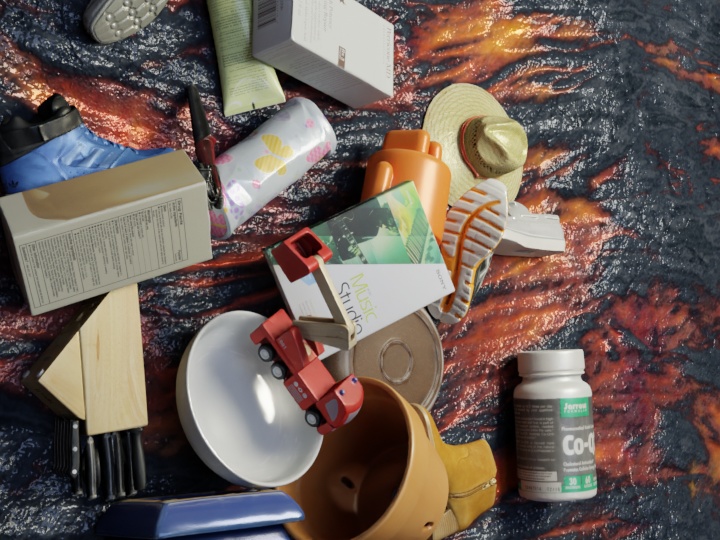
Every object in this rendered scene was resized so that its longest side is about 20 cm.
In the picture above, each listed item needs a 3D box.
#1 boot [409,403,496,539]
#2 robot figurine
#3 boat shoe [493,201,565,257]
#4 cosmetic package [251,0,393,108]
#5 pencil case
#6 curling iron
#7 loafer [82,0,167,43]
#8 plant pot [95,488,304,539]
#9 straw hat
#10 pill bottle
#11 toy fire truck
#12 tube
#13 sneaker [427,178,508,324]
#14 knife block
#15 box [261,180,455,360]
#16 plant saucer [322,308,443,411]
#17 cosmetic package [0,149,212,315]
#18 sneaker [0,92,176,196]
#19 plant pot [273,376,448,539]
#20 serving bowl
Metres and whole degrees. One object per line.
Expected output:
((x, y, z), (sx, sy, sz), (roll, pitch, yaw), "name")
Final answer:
((0.118, 0.247, 1.311), (0.143, 0.070, 0.206), (-23, 111, -42), "boot")
((0.055, -0.075, 1.268), (0.114, 0.144, 0.204), (12, 77, -6), "robot figurine")
((0.222, -0.063, 1.419), (0.197, 0.072, 0.070), (4, 76, -35), "boat shoe")
((-0.042, -0.282, 1.211), (0.198, 0.073, 0.104), (15, 71, -49), "cosmetic package")
((-0.118, -0.121, 1.162), (0.200, 0.090, 0.084), (-43, 100, -31), "pencil case")
((-0.172, -0.142, 1.095), (0.025, 0.050, 0.202), (-7, 46, -9), "curling iron")
((-0.242, -0.337, 1.112), (0.201, 0.069, 0.070), (-50, 154, -18), "loafer")
((-0.166, 0.323, 1.021), (0.197, 0.199, 0.184), (4, 78, -35), "plant pot")
((0.187, -0.175, 1.392), (0.198, 0.084, 0.206), (4, 84, -36), "straw hat")
((0.273, 0.216, 1.400), (0.111, 0.112, 0.205), (0, 85, -36), "pill bottle")
((-0.049, 0.071, 1.097), (0.201, 0.140, 0.049), (54, 38, 1), "toy fire truck")
((-0.150, -0.291, 1.181), (0.051, 0.057, 0.204), (-18, 96, -47), "tube")
((0.144, -0.030, 1.318), (0.077, 0.077, 0.203), (-33, 148, -63), "sneaker")
((-0.258, 0.135, 1.049), (0.176, 0.063, 0.201), (47, 61, -24), "knife block")
((0.000, 0.000, 1.171), (0.197, 0.036, 0.147), (-26, 102, -13), "box")
((0.039, 0.119, 1.290), (0.197, 0.032, 0.205), (5, 82, -35), "plant saucer")
((-0.256, -0.041, 1.009), (0.197, 0.071, 0.107), (-18, 134, -24), "cosmetic package")
((-0.285, -0.135, 1.047), (0.197, 0.076, 0.114), (-17, 105, -30), "sneaker")
((0.014, 0.248, 1.172), (0.140, 0.197, 0.203), (40, 63, -44), "plant pot")
((-0.133, 0.152, 1.121), (0.198, 0.065, 0.204), (28, 48, -36), "serving bowl")
